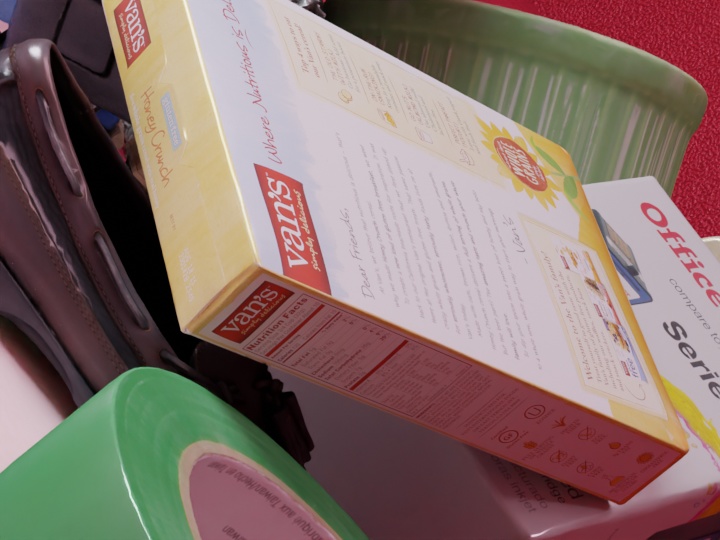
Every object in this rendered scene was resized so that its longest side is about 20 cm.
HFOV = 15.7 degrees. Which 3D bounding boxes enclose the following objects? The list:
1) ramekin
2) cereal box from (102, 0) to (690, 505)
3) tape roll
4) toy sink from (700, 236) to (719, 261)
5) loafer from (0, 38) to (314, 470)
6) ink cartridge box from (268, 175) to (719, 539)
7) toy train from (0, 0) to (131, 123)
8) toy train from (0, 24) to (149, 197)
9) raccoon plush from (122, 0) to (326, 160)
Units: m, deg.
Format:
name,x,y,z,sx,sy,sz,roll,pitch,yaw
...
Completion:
name,x,y,z,sx,sy,sz,roll,pitch,yaw
ramekin,0.065,-0.061,1.297,0.199,0.098,0.200,14,-6,2
cereal box,0.012,-0.013,0.846,0.200,0.040,0.144,24,36,-39
tape roll,-0.017,0.118,0.694,0.201,0.048,0.201,49,11,-13
toy sink,0.146,0.059,1.282,0.200,0.130,0.113,27,55,-65
loafer,-0.062,0.018,0.801,0.200,0.063,0.072,50,11,-11
ink cartridge box,0.066,0.050,0.964,0.200,0.088,0.146,-6,54,-46
toy train,-0.116,-0.136,0.915,0.199,0.087,0.114,28,43,0
toy train,-0.068,-0.027,0.975,0.200,0.046,0.034,47,11,-25
raccoon plush,-0.093,-0.119,1.065,0.200,0.097,0.134,49,15,-14
